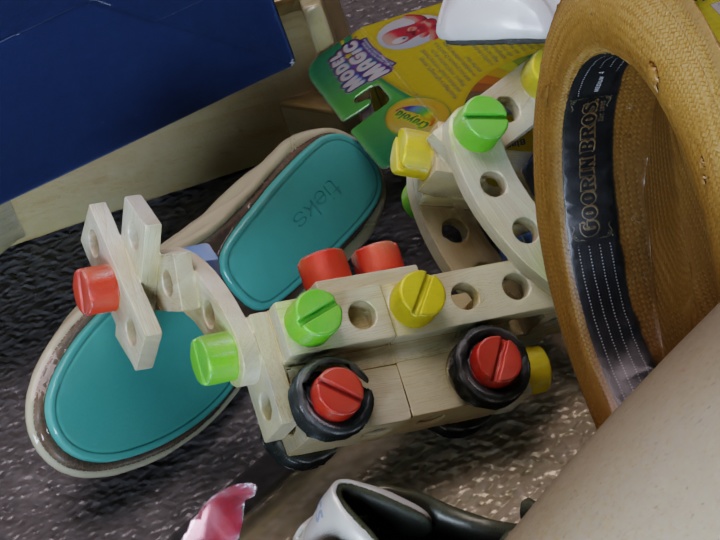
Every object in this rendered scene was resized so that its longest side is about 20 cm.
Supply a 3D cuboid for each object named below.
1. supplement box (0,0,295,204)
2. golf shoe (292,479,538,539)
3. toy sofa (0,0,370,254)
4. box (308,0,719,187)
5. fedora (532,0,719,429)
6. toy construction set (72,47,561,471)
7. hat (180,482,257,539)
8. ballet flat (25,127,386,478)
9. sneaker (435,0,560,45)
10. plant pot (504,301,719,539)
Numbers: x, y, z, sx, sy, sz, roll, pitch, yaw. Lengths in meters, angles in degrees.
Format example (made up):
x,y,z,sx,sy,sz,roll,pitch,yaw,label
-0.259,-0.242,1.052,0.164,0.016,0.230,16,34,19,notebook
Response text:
x,y,z,sx,sy,sz,roll,pitch,yaw,label
-0.165,-0.136,1.216,0.200,0.134,0.200,-25,35,-8,supplement box
-0.004,0.099,0.948,0.200,0.097,0.078,-1,37,31,golf shoe
-0.100,-0.074,1.294,0.200,0.083,0.098,-18,32,4,toy sofa
0.087,-0.080,1.211,0.200,0.048,0.117,-16,29,-11,box
0.122,-0.010,0.966,0.082,0.201,0.201,-12,28,-17,fedora
0.000,0.000,1.073,0.200,0.092,0.131,-15,74,-10,toy construction set
-0.116,0.180,0.797,0.165,0.176,0.200,3,37,33,hat
-0.066,0.016,1.160,0.069,0.070,0.200,12,41,42,ballet flat
0.084,-0.141,1.167,0.075,0.081,0.200,-2,13,19,sneaker
0.093,0.121,0.800,0.200,0.187,0.187,-36,32,-1,plant pot
